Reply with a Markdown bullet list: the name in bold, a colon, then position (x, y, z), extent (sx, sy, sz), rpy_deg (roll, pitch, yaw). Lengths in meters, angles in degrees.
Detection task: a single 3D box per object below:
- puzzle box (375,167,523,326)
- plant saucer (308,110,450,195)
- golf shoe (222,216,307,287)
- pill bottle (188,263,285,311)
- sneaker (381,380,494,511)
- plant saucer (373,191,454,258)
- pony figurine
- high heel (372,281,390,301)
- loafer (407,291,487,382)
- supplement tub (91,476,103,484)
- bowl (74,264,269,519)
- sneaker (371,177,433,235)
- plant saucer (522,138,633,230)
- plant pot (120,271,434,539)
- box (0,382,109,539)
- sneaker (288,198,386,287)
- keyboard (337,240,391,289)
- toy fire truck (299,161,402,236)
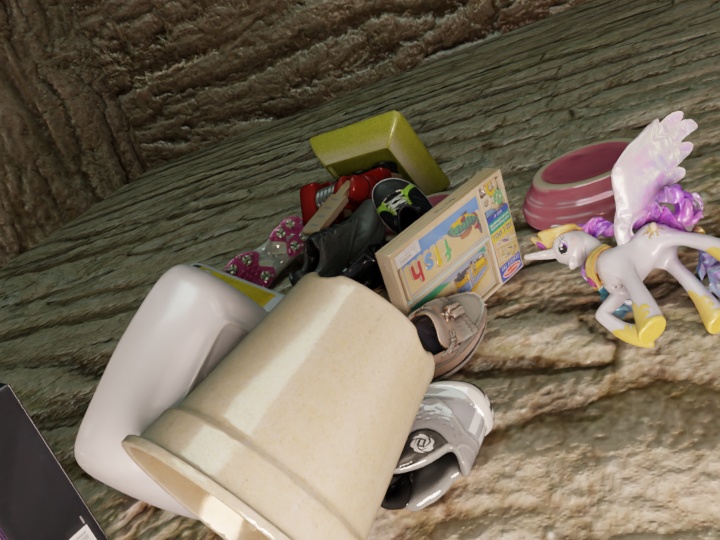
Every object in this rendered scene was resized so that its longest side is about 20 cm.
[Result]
- **puzzle box**: position (0.109, -0.011, 0.840), extent (0.199, 0.136, 0.025), rpy_deg (-38, 31, -30)
- **plant saucer**: position (0.031, -0.175, 1.295), extent (0.196, 0.200, 0.049), rpy_deg (-10, 51, 34)
- **golf shoe**: position (-0.166, -0.008, 1.268), extent (0.199, 0.076, 0.092), rpy_deg (-38, -6, -18)
- **pill bottle**: position (-0.136, 0.072, 0.869), extent (0.196, 0.114, 0.112), rpy_deg (19, 38, 22)
- **sneaker**: position (0.013, 0.154, 0.634), extent (0.196, 0.076, 0.116), rpy_deg (-12, 26, 29)
- **plant saucer**: position (0.096, -0.063, 1.104), extent (0.196, 0.052, 0.201), rpy_deg (-23, 20, 9)
- **pony figurine**: position (0.275, -0.026, 0.697), extent (0.191, 0.168, 0.201), rpy_deg (-33, 36, -2)
- **high heel**: position (0.045, 0.044, 0.858), extent (0.140, 0.072, 0.200), rpy_deg (-30, 11, 3)
- **loafer**: position (0.063, 0.076, 0.746), extent (0.198, 0.064, 0.072), rpy_deg (-34, 56, -28)
- **supplement tub**: position (-0.201, 0.169, 0.789), extent (0.195, 0.109, 0.107), rpy_deg (-20, 20, 15)
- **bowl**: position (-0.126, 0.119, 0.652), extent (0.073, 0.199, 0.204), rpy_deg (8, 66, 41)
- **sneaker**: position (0.072, -0.076, 0.992), extent (0.071, 0.083, 0.201), rpy_deg (-37, 52, 0)
- **plant saucer**: position (0.310, -0.122, 0.979), extent (0.196, 0.052, 0.201), rpy_deg (-23, 20, 9)
- **plant pot**: position (-0.041, 0.114, 0.545), extent (0.198, 0.202, 0.185), rpy_deg (1, 47, 49)
- **box**: position (-0.349, 0.211, 0.721), extent (0.139, 0.204, 0.079), rpy_deg (-1, 29, 48)
- **sneaker**: position (-0.031, -0.035, 1.048), extent (0.075, 0.091, 0.202), rpy_deg (-16, 37, 52)
- **keyboard**: position (0.000, 0.000, 0.876), extent (0.103, 0.040, 0.200), rpy_deg (-37, -9, 2)
- **toy fire truck**: position (-0.042, -0.103, 1.188), extent (0.173, 0.133, 0.198), rpy_deg (-14, -11, 38)
